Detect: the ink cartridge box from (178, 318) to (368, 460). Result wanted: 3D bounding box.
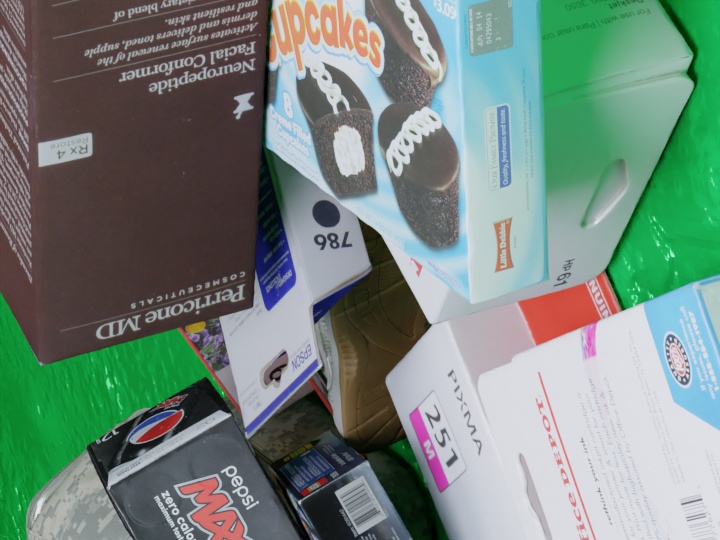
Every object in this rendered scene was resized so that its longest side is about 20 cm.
[{"bbox_3d":[-0.070,0.019,1.356,0.109,0.050,0.200,57,180,-42],"label":"ink cartridge box"}]

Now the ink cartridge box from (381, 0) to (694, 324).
[{"bbox_3d":[0.035,-0.102,1.049,0.200,0.084,0.145,60,153,28],"label":"ink cartridge box"}]

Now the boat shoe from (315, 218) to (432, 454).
[{"bbox_3d":[0.000,0.000,1.223,0.069,0.071,0.200,54,152,35],"label":"boat shoe"}]

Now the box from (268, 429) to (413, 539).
[{"bbox_3d":[0.027,0.175,1.226,0.200,0.040,0.137,61,175,-5],"label":"box"}]

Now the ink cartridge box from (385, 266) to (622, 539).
[{"bbox_3d":[0.087,0.103,1.130,0.201,0.043,0.174,68,159,14],"label":"ink cartridge box"}]

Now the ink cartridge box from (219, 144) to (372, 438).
[{"bbox_3d":[-0.042,-0.035,1.168,0.099,0.039,0.201,-43,56,59],"label":"ink cartridge box"}]

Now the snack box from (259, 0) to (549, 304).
[{"bbox_3d":[0.004,-0.080,0.979,0.200,0.037,0.117,38,138,54],"label":"snack box"}]

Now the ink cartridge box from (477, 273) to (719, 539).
[{"bbox_3d":[0.124,0.068,0.982,0.200,0.068,0.116,-28,79,67],"label":"ink cartridge box"}]

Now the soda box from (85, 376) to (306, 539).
[{"bbox_3d":[-0.049,0.155,1.226,0.200,0.071,0.063,62,174,-19],"label":"soda box"}]

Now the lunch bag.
[{"bbox_3d":[-0.071,0.157,1.375,0.200,0.167,0.140,35,137,56],"label":"lunch bag"}]

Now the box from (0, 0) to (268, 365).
[{"bbox_3d":[-0.096,-0.065,1.044,0.200,0.100,0.075,95,152,-44],"label":"box"}]
